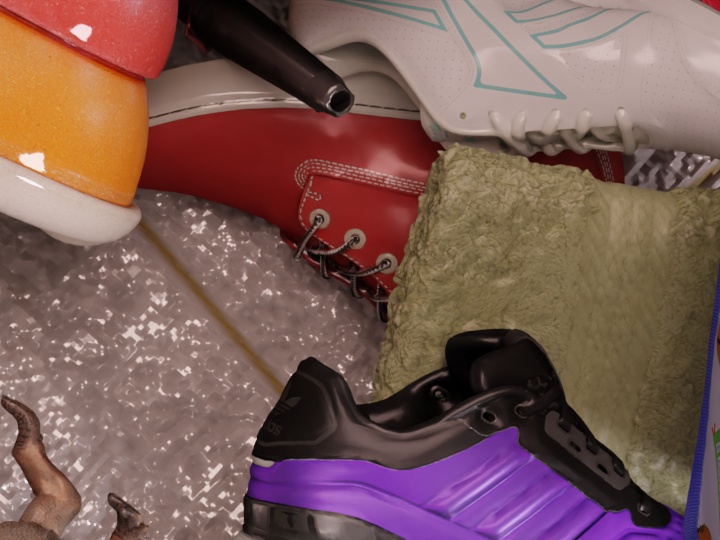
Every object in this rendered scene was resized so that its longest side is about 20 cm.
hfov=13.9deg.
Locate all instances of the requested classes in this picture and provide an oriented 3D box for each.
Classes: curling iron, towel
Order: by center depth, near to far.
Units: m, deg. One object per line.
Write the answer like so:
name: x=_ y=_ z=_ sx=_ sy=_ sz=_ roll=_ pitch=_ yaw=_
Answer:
towel: x=0.069 y=0.059 z=1.044 sx=0.148 sy=0.036 sz=0.200 roll=8 pitch=104 yaw=-12
curling iron: x=-0.063 y=-0.094 z=1.061 sx=0.050 sy=0.026 sz=0.200 roll=0 pitch=25 yaw=-39

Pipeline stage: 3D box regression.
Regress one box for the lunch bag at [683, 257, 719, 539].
lunch bag: x=0.175 y=0.023 z=0.943 sx=0.124 sy=0.200 sz=0.170 roll=12 pitch=98 yaw=20

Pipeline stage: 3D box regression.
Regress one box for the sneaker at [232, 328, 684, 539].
sneaker: x=0.059 y=0.071 z=0.992 sx=0.200 sy=0.070 sz=0.100 roll=10 pitch=92 yaw=-17

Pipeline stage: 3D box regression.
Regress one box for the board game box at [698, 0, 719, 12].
board game box: x=0.113 y=-0.105 z=1.062 sx=0.158 sy=0.200 sz=0.039 roll=27 pitch=76 yaw=19

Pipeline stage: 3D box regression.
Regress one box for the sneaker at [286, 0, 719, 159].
sneaker: x=0.066 y=-0.067 z=1.039 sx=0.200 sy=0.070 sz=0.080 roll=24 pitch=72 yaw=15

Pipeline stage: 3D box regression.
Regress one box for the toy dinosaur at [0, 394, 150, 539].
toy dinosaur: x=-0.107 y=0.138 z=1.012 sx=0.200 sy=0.086 sz=0.136 roll=35 pitch=91 yaw=-14

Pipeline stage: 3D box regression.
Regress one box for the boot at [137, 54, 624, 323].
boot: x=0.000 y=0.000 z=1.081 sx=0.200 sy=0.072 sz=0.144 roll=3 pitch=76 yaw=-9

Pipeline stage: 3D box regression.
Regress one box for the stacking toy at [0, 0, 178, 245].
stacking toy: x=-0.104 y=-0.122 z=1.009 sx=0.146 sy=0.146 sz=0.200 roll=27 pitch=93 yaw=0
